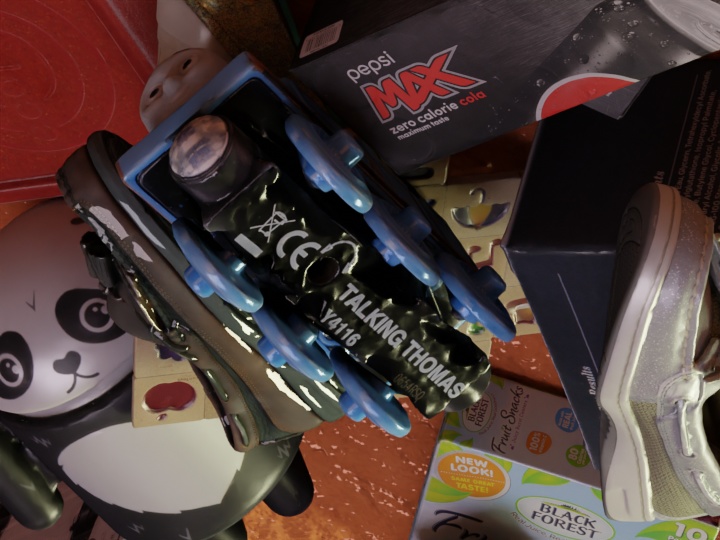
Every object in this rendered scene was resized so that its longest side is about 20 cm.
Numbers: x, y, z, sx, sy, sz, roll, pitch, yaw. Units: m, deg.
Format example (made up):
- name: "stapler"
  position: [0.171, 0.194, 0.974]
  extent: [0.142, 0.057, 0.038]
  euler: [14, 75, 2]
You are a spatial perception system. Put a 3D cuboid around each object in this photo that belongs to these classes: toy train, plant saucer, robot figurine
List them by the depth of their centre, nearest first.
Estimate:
- name: "toy train"
  position: [-0.018, -0.014, 1.094]
  extent: [0.087, 0.114, 0.200]
  euler: [-42, 133, 8]
- name: "plant saucer"
  position: [-0.156, -0.098, 1.214]
  extent: [0.199, 0.037, 0.200]
  euler: [-5, 137, 30]
- name: "robot figurine"
  position: [-0.103, 0.053, 1.306]
  extent: [0.125, 0.151, 0.200]
  euler: [4, 144, 45]

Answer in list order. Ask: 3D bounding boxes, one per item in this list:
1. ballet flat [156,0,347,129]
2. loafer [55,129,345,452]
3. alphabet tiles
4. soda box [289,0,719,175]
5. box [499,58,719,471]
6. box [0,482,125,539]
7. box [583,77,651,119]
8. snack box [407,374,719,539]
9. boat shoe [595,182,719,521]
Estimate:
- name: "ballet flat"
  position: [-0.049, -0.077, 1.156]
  extent: [0.070, 0.071, 0.200]
  euler: [-1, 141, 25]
- name: "loafer"
  position: [-0.072, 0.019, 1.140]
  extent: [0.063, 0.072, 0.200]
  euler: [-34, 137, 10]
- name: "alphabet tiles"
  position: [0.000, 0.000, 1.204]
  extent: [0.199, 0.008, 0.168]
  euler: [-6, 135, -13]
- name: "soda box"
  position: [0.071, -0.104, 0.998]
  extent: [0.200, 0.063, 0.071]
  euler: [-20, 128, 42]
- name: "box"
  position: [0.180, 0.000, 1.126]
  extent: [0.199, 0.107, 0.149]
  euler: [0, 139, 23]
- name: "box"
  position: [-0.151, 0.151, 1.466]
  extent: [0.060, 0.117, 0.200]
  euler: [36, 139, -25]
- name: "box"
  position: [0.071, -0.157, 1.024]
  extent: [0.158, 0.048, 0.200]
  euler: [24, 143, -6]
- name: "snack box"
  position: [0.096, 0.141, 1.390]
  extent: [0.142, 0.053, 0.200]
  euler: [16, 143, 2]
- name: "boat shoe"
  position: [0.125, 0.037, 1.053]
  extent: [0.064, 0.075, 0.202]
  euler: [6, 145, 8]
